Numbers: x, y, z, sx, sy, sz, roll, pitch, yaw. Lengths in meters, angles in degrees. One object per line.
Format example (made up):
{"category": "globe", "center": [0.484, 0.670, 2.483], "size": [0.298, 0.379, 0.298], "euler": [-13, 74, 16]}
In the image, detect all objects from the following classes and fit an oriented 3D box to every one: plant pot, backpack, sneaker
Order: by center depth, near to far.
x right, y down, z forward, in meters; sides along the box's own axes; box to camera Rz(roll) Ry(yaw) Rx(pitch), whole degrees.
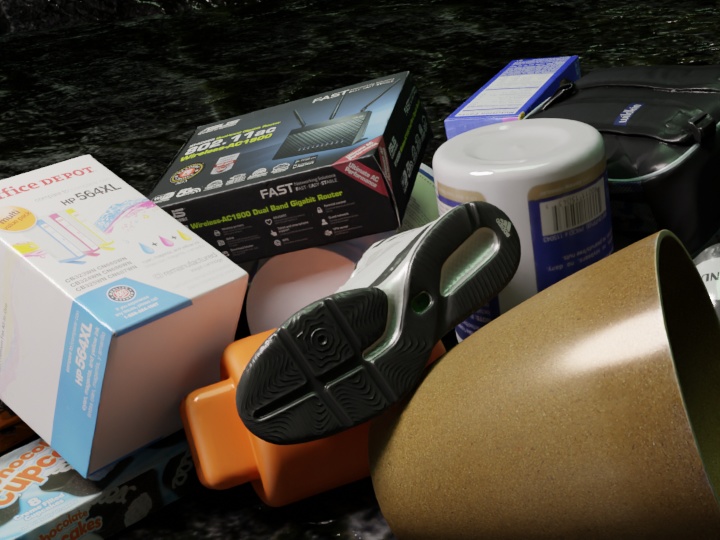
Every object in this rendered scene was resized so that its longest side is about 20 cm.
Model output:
{"category": "plant pot", "center": [0.112, 0.097, 0.698], "size": [0.198, 0.188, 0.187], "euler": [-19, 16, 25]}
{"category": "sneaker", "center": [0.003, 0.036, 0.743], "size": [0.200, 0.076, 0.115], "euler": [-36, 5, -16]}
{"category": "backpack", "center": [0.216, -0.081, 0.939], "size": [0.177, 0.152, 0.199], "euler": [-39, 35, -29]}

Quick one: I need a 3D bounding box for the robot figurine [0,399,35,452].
{"category": "robot figurine", "center": [-0.274, 0.109, 0.913], "size": [0.199, 0.059, 0.145], "euler": [-28, -6, -38]}

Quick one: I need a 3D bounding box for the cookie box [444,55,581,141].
{"category": "cookie box", "center": [0.157, -0.090, 1.119], "size": [0.074, 0.173, 0.200], "euler": [-2, 23, 27]}

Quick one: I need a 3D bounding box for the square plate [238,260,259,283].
{"category": "square plate", "center": [-0.091, -0.026, 1.087], "size": [0.200, 0.028, 0.199], "euler": [-50, 2, 44]}

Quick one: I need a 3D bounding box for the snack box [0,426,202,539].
{"category": "snack box", "center": [-0.202, 0.151, 0.852], "size": [0.199, 0.038, 0.116], "euler": [-25, 26, -34]}

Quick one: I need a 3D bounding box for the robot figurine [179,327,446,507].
{"category": "robot figurine", "center": [-0.021, 0.088, 0.825], "size": [0.197, 0.145, 0.117], "euler": [-16, 46, -15]}

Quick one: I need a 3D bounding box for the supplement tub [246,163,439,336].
{"category": "supplement tub", "center": [0.000, 0.000, 0.994], "size": [0.143, 0.147, 0.200], "euler": [-1, 23, 21]}

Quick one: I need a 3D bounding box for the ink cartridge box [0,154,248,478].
{"category": "ink cartridge box", "center": [-0.200, 0.019, 0.848], "size": [0.199, 0.126, 0.128], "euler": [35, 36, 25]}

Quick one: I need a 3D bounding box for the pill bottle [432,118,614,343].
{"category": "pill bottle", "center": [0.121, 0.006, 0.850], "size": [0.118, 0.203, 0.120], "euler": [-8, 21, 3]}

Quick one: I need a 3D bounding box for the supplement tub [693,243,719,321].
{"category": "supplement tub", "center": [0.295, 0.042, 0.792], "size": [0.197, 0.124, 0.123], "euler": [0, 23, 22]}

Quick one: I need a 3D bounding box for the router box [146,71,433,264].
{"category": "router box", "center": [-0.053, -0.075, 0.922], "size": [0.197, 0.063, 0.150], "euler": [-12, 28, 19]}
